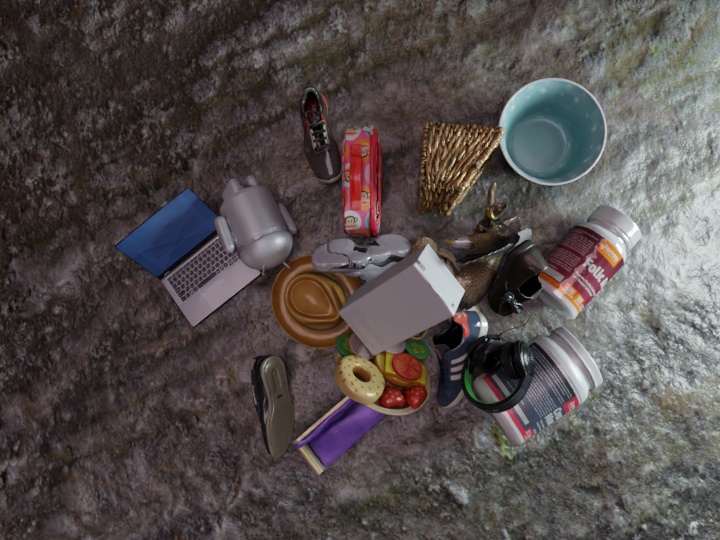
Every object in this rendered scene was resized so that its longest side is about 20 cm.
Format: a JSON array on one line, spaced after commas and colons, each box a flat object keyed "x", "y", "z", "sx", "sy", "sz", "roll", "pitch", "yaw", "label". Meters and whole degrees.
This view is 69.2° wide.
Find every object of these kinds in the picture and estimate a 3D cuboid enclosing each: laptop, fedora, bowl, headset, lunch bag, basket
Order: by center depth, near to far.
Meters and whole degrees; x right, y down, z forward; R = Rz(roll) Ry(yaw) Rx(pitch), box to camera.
[{"x": 0.242, "y": 0.143, "z": 0.912, "sx": 0.123, "sy": 0.094, "sz": 0.202, "roll": 6, "pitch": 62, "yaw": 47, "label": "headset"}, {"x": 0.181, "y": -0.175, "z": 0.976, "sx": 0.147, "sy": 0.200, "sz": 0.145, "roll": 4, "pitch": 85, "yaw": 5, "label": "basket"}, {"x": 0.001, "y": -0.168, "z": 1.004, "sx": 0.081, "sy": 0.176, "sz": 0.203, "roll": 0, "pitch": 86, "yaw": 5, "label": "lunch bag"}, {"x": 0.357, "y": -0.254, "z": 1.015, "sx": 0.197, "sy": 0.105, "sz": 0.204, "roll": 0, "pitch": 85, "yaw": 3, "label": "bowl"}, {"x": -0.089, "y": 0.061, "z": 1.041, "sx": 0.197, "sy": 0.082, "sz": 0.204, "roll": 0, "pitch": 87, "yaw": 5, "label": "fedora"}, {"x": -0.341, "y": -0.020, "z": 1.053, "sx": 0.186, "sy": 0.116, "sz": 0.201, "roll": -37, "pitch": 84, "yaw": 2, "label": "laptop"}]

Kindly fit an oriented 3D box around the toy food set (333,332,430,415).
[{"x": 0.044, "y": 0.180, "z": 0.984, "sx": 0.197, "sy": 0.199, "sz": 0.049, "roll": 18, "pitch": 128, "yaw": -9, "label": "toy food set"}]

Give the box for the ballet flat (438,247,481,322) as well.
[{"x": 0.189, "y": 0.049, "z": 1.028, "sx": 0.069, "sy": 0.069, "sz": 0.202, "roll": -26, "pitch": 85, "yaw": 3, "label": "ballet flat"}]

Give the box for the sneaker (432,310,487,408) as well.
[{"x": 0.167, "y": 0.166, "z": 0.992, "sx": 0.083, "sy": 0.075, "sz": 0.203, "roll": 9, "pitch": 104, "yaw": -24, "label": "sneaker"}]

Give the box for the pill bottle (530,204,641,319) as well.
[{"x": 0.423, "y": -0.017, "z": 0.988, "sx": 0.114, "sy": 0.114, "sz": 0.200, "roll": 42, "pitch": 91, "yaw": 6, "label": "pill bottle"}]

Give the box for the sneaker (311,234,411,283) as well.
[{"x": 0.000, "y": 0.000, "z": 1.006, "sx": 0.197, "sy": 0.116, "sz": 0.075, "roll": -10, "pitch": 42, "yaw": -21, "label": "sneaker"}]

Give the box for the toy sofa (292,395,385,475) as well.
[{"x": -0.030, "y": 0.299, "z": 1.014, "sx": 0.199, "sy": 0.098, "sz": 0.083, "roll": -40, "pitch": 83, "yaw": 0, "label": "toy sofa"}]

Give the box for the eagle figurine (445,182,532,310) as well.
[{"x": 0.227, "y": -0.033, "z": 0.970, "sx": 0.150, "sy": 0.202, "sz": 0.152, "roll": -17, "pitch": 129, "yaw": 35, "label": "eagle figurine"}]

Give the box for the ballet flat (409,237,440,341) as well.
[{"x": 0.119, "y": 0.040, "z": 0.991, "sx": 0.069, "sy": 0.065, "sz": 0.203, "roll": 3, "pitch": 101, "yaw": -2, "label": "ballet flat"}]

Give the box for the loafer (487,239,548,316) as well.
[{"x": 0.289, "y": 0.033, "z": 0.958, "sx": 0.072, "sy": 0.201, "sz": 0.072, "roll": -29, "pitch": 59, "yaw": -17, "label": "loafer"}]

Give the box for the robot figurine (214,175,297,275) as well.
[{"x": -0.206, "y": -0.087, "z": 1.044, "sx": 0.168, "sy": 0.113, "sz": 0.202, "roll": -19, "pitch": 78, "yaw": -34, "label": "robot figurine"}]

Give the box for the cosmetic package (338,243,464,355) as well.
[{"x": 0.069, "y": 0.055, "z": 0.919, "sx": 0.199, "sy": 0.081, "sz": 0.113, "roll": -32, "pitch": 101, "yaw": 36, "label": "cosmetic package"}]

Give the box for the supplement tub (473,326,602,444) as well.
[{"x": 0.324, "y": 0.212, "z": 0.968, "sx": 0.199, "sy": 0.140, "sz": 0.141, "roll": -34, "pitch": 84, "yaw": 2, "label": "supplement tub"}]

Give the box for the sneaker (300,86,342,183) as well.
[{"x": -0.090, "y": -0.279, "z": 1.066, "sx": 0.076, "sy": 0.082, "sz": 0.203, "roll": -16, "pitch": 85, "yaw": 3, "label": "sneaker"}]

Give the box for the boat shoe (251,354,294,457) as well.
[{"x": -0.181, "y": 0.271, "z": 1.054, "sx": 0.067, "sy": 0.071, "sz": 0.203, "roll": -5, "pitch": 93, "yaw": 41, "label": "boat shoe"}]
